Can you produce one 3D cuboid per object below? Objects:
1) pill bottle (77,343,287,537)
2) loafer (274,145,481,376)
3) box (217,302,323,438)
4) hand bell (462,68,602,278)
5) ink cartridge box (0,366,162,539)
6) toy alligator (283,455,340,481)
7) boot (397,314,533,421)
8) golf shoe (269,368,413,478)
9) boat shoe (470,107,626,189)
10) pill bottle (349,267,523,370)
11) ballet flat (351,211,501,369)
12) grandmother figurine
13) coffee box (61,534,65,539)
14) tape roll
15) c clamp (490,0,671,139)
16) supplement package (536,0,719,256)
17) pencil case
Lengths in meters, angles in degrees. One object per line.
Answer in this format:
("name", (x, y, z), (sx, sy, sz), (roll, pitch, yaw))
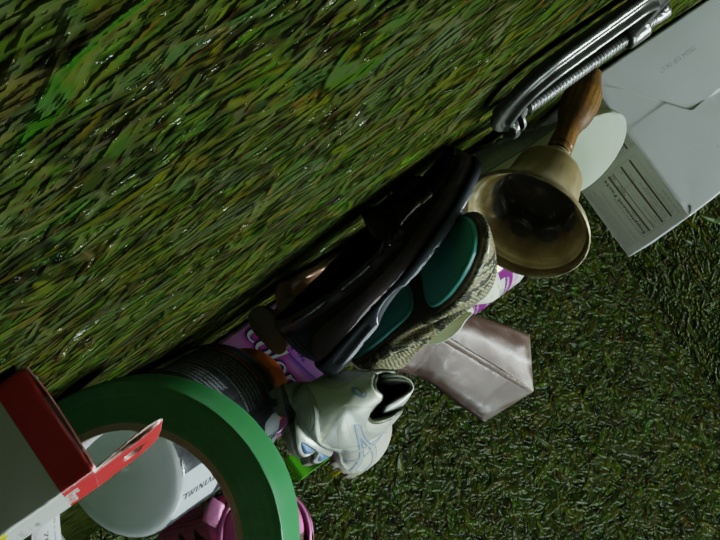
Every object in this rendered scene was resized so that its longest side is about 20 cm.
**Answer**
("pill bottle", (-0.129, 0.119, 1.098), (0.106, 0.107, 0.200), (-38, 175, 28))
("loafer", (0.012, -0.015, 1.069), (0.201, 0.063, 0.072), (-54, -168, 8))
("box", (-0.128, 0.132, 1.305), (0.199, 0.097, 0.176), (-36, 176, -12))
("hand bell", (0.161, -0.098, 1.144), (0.104, 0.104, 0.201), (-40, -165, 47))
("ink cartridge box", (-0.204, 0.117, 0.754), (0.199, 0.068, 0.116), (-35, 176, -15))
("toy alligator", (-0.032, 0.163, 1.346), (0.199, 0.060, 0.054), (-34, 175, -33))
("boot", (0.108, 0.036, 1.352), (0.187, 0.199, 0.064), (-57, -148, 8))
("golf shoe", (0.007, 0.118, 1.161), (0.096, 0.079, 0.200), (-22, 168, 14))
("boat shoe", (0.138, -0.094, 1.222), (0.200, 0.071, 0.071), (-29, 135, -24))
("pill bottle", (0.062, 0.013, 1.425), (0.199, 0.113, 0.112), (-35, 176, -24))
("ballet flat", (0.063, 0.020, 1.120), (0.075, 0.068, 0.200), (12, 143, -30))
("grandmother figurine", (0.000, 0.000, 1.209), (0.121, 0.061, 0.200), (-7, -160, 42))
("coffee box", (-0.375, 0.305, 1.327), (0.199, 0.080, 0.114), (-37, 175, 3))
("tape roll", (-0.140, 0.170, 0.928), (0.200, 0.201, 0.048), (-36, 175, 11))
("c clamp", (0.164, -0.151, 1.037), (0.199, 0.027, 0.171), (-35, 176, -22))
("supplement package", (0.301, -0.140, 1.370), (0.199, 0.156, 0.111), (-34, 176, -28))
("pencil case", (-0.109, 0.220, 1.167), (0.200, 0.093, 0.092), (143, -39, -62))
